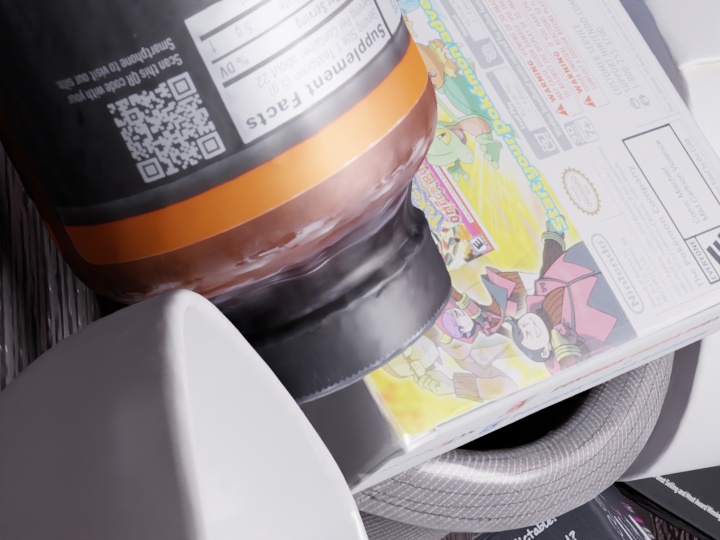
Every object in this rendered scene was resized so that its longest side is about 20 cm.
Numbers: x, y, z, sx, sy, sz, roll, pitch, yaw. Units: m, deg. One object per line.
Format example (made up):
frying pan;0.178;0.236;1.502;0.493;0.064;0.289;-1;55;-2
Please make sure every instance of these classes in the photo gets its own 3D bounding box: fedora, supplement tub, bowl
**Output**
fedora;0.006;0.017;0.940;0.200;0.176;0.090;-81;-163;-44
supplement tub;-0.048;-0.066;0.730;0.107;0.107;0.200;-87;153;-67
bowl;-0.035;0.119;0.666;0.200;0.074;0.201;58;20;-67

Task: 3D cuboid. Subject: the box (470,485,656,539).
box;0.061;0.151;1.017;0.115;0.132;0.200;54;5;11

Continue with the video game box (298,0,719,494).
video game box;0.014;-0.048;0.880;0.182;0.047;0.200;-19;73;-45

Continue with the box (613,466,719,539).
box;0.128;0.013;1.242;0.050;0.158;0.200;21;-9;47

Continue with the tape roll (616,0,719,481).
tape roll;0.106;-0.029;1.046;0.202;0.071;0.203;173;-90;-70
